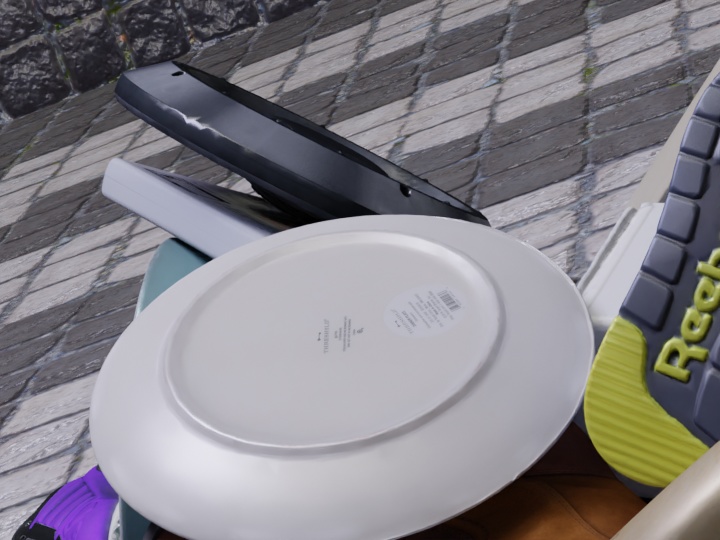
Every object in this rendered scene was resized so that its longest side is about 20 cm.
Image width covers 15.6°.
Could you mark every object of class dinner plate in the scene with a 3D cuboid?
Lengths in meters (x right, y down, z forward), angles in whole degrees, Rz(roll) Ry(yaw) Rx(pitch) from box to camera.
[{"bbox_3d":[-0.009,0.033,1.014,0.199,0.024,0.200,-7,37,6],"label":"dinner plate"}]

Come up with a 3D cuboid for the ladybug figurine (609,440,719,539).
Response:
[{"bbox_3d":[0.155,0.069,0.856,0.200,0.072,0.136,-39,-10,-25],"label":"ladybug figurine"}]

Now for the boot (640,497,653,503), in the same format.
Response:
[{"bbox_3d":[0.073,0.132,1.050,0.186,0.064,0.200,-4,21,14],"label":"boot"}]

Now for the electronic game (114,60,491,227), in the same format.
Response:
[{"bbox_3d":[-0.022,-0.043,1.216,0.042,0.200,0.200,-64,13,5],"label":"electronic game"}]

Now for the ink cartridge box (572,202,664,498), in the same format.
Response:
[{"bbox_3d":[0.194,0.035,1.083,0.199,0.085,0.146,5,22,18],"label":"ink cartridge box"}]

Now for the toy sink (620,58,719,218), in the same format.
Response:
[{"bbox_3d":[0.205,-0.046,1.220,0.200,0.112,0.130,-60,0,32],"label":"toy sink"}]

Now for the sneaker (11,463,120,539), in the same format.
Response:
[{"bbox_3d":[-0.136,0.150,1.324,0.099,0.070,0.200,-28,9,4],"label":"sneaker"}]

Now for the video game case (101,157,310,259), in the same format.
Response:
[{"bbox_3d":[0.000,0.000,1.211,0.182,0.023,0.200,14,7,-34],"label":"video game case"}]

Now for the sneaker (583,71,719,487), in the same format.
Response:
[{"bbox_3d":[0.148,-0.008,0.969,0.074,0.082,0.200,28,84,25],"label":"sneaker"}]

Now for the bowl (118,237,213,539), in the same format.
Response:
[{"bbox_3d":[-0.038,0.086,1.196,0.105,0.201,0.201,1,18,9],"label":"bowl"}]

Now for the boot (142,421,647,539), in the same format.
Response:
[{"bbox_3d":[0.037,0.118,0.961,0.188,0.069,0.200,-11,26,-26],"label":"boot"}]
